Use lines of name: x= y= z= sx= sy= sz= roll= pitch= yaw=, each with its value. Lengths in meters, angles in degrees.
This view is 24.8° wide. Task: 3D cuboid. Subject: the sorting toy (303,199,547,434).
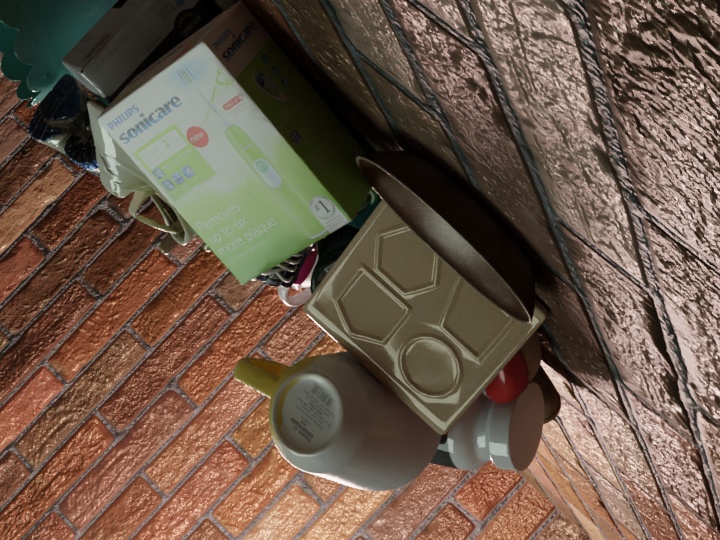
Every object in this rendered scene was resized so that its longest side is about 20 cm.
sorting toy: x=0.060 y=0.035 z=1.533 sx=0.185 sy=0.200 sz=0.036 roll=42 pitch=-141 yaw=7

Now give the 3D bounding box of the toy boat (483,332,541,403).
toy boat: x=0.081 y=0.060 z=1.612 sx=0.200 sy=0.131 sz=0.130 roll=45 pitch=175 yaw=-16

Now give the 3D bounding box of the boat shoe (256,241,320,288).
boat shoe: x=-0.075 y=-0.023 z=1.702 sx=0.074 sy=0.093 sz=0.200 roll=19 pitch=-175 yaw=0

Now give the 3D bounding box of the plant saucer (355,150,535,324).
plant saucer: x=0.079 y=-0.036 z=1.360 sx=0.200 sy=0.037 sz=0.200 roll=43 pitch=175 yaw=4

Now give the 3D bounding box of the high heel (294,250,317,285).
high heel: x=-0.100 y=-0.057 z=1.831 sx=0.067 sy=0.096 sz=0.201 roll=7 pitch=121 yaw=29

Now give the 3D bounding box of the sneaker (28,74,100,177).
sneaker: x=-0.280 y=-0.136 z=1.703 sx=0.085 sy=0.077 sz=0.200 roll=38 pitch=-176 yaw=-38

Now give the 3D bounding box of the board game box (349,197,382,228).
board game box: x=-0.074 y=-0.092 z=1.639 sx=0.199 sy=0.045 sz=0.152 roll=19 pitch=-177 yaw=-19

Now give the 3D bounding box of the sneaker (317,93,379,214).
sneaker: x=-0.060 y=-0.120 z=1.497 sx=0.200 sy=0.085 sz=0.078 roll=46 pitch=175 yaw=-19

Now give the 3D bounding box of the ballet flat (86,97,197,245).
ballet flat: x=-0.204 y=-0.084 z=1.548 sx=0.069 sy=0.069 sz=0.200 roll=39 pitch=177 yaw=42

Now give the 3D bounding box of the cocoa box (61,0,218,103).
cocoa box: x=-0.196 y=-0.203 z=1.618 sx=0.131 sy=0.133 sz=0.200 roll=44 pitch=176 yaw=-18

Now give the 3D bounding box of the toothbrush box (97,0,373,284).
toothbrush box: x=-0.104 y=-0.109 z=1.432 sx=0.200 sy=0.145 sz=0.086 roll=51 pitch=-143 yaw=-15

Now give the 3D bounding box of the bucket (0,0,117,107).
bucket: x=-0.349 y=-0.295 z=1.800 sx=0.207 sy=0.135 sz=0.207 roll=54 pitch=163 yaw=25

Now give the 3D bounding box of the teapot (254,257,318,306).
teapot: x=-0.094 y=-0.043 z=2.096 sx=0.200 sy=0.146 sz=0.197 roll=44 pitch=176 yaw=-13

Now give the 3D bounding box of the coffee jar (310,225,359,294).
coffee jar: x=0.000 y=0.000 z=1.746 sx=0.104 sy=0.085 sz=0.200 roll=58 pitch=-170 yaw=-16

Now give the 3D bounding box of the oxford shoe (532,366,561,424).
oxford shoe: x=0.138 y=0.089 z=1.767 sx=0.200 sy=0.070 sz=0.075 roll=43 pitch=173 yaw=9

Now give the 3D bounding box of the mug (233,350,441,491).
mug: x=-0.031 y=0.149 z=1.643 sx=0.153 sy=0.186 sz=0.150 roll=13 pitch=-112 yaw=-61

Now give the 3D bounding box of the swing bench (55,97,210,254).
swing bench: x=-0.212 y=-0.158 z=1.920 sx=0.199 sy=0.200 sz=0.130 roll=44 pitch=-163 yaw=14

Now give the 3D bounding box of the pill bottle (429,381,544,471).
pill bottle: x=0.086 y=0.147 z=1.734 sx=0.199 sy=0.116 sz=0.116 roll=8 pitch=157 yaw=28
